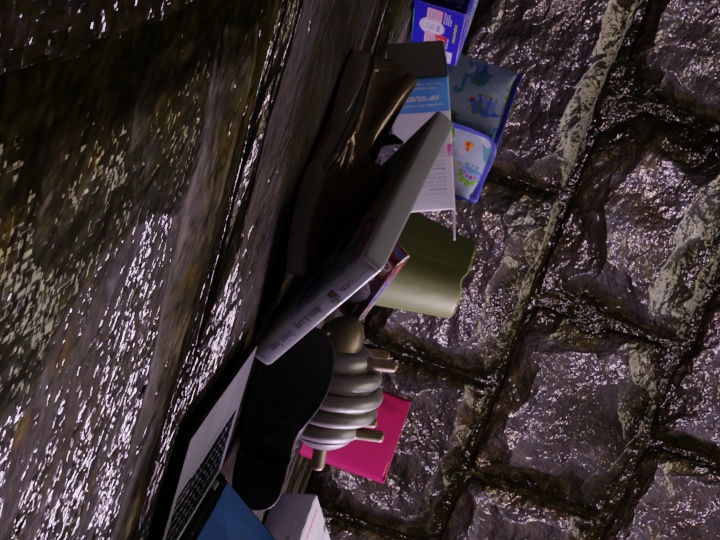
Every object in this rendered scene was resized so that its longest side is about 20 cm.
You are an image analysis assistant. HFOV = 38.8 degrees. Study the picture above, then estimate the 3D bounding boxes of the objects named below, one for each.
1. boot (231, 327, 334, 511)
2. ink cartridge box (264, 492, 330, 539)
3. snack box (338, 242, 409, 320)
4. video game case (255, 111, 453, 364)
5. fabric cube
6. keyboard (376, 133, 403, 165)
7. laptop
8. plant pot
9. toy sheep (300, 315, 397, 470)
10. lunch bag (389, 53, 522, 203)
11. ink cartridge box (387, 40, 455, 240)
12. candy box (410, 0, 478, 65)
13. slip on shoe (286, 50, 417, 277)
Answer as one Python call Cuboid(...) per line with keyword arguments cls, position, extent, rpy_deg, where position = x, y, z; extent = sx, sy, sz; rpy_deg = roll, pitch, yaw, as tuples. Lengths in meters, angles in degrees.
Cuboid(cls="boot", position=(-0.083, 0.139, 1.040), extent=(0.174, 0.069, 0.200), rpy_deg=(-100, -147, -85))
Cuboid(cls="ink cartridge box", position=(-0.118, 0.530, 1.897), extent=(0.145, 0.084, 0.200), rpy_deg=(-68, 153, -48))
Cuboid(cls="snack box", position=(0.000, 0.000, 1.195), extent=(0.024, 0.072, 0.200), rpy_deg=(-35, 171, -25))
Cuboid(cls="video game case", position=(-0.006, -0.028, 0.887), extent=(0.182, 0.024, 0.200), rpy_deg=(-41, -164, 44))
Cuboid(cls="fabric cube", position=(-0.012, 0.360, 2.329), extent=(0.200, 0.199, 0.197), rpy_deg=(95, 16, -78))
Cuboid(cls="keyboard", position=(-0.007, -0.062, 1.054), extent=(0.040, 0.104, 0.200), rpy_deg=(58, -34, 35))
Cuboid(cls="laptop", position=(-0.079, 0.190, 0.776), extent=(0.187, 0.116, 0.200), rpy_deg=(-64, 172, -73))
Cuboid(cls="plant pot", position=(0.069, -0.014, 1.551), extent=(0.200, 0.190, 0.200), rpy_deg=(19, 90, -88))
Cuboid(cls="toy sheep", position=(-0.032, 0.152, 1.255), extent=(0.138, 0.138, 0.200), rpy_deg=(-50, 150, -82))
Cuboid(cls="lunch bag", position=(0.127, -0.219, 1.522), extent=(0.127, 0.170, 0.200), rpy_deg=(-10, 120, -87))
Cuboid(cls="ink cartridge box", position=(0.069, -0.143, 1.152), extent=(0.115, 0.068, 0.200), rpy_deg=(-86, 171, -59))
Cuboid(cls="candy box", position=(0.131, -0.402, 1.365), extent=(0.169, 0.077, 0.200), rpy_deg=(89, 21, -78))
Cuboid(cls="slip on shoe", position=(-0.009, -0.086, 0.870), extent=(0.076, 0.060, 0.200), rpy_deg=(93, 16, -80))
